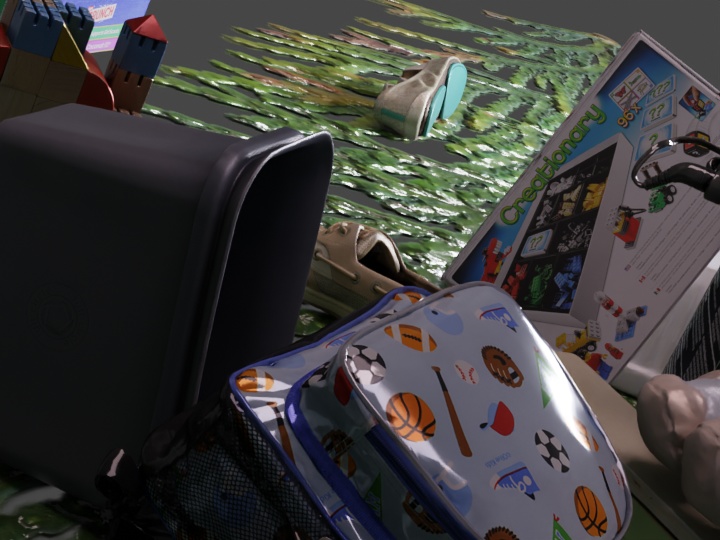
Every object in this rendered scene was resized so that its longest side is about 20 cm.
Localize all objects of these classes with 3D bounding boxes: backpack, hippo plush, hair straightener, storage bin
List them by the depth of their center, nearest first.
[{"bbox_3d":[0.026,0.108,0.770,0.200,0.154,0.191,-25,82,-50],"label":"backpack"},{"bbox_3d":[-0.107,0.014,0.869,0.134,0.200,0.146,18,17,14],"label":"storage bin"},{"bbox_3d":[0.259,0.075,0.941,0.200,0.161,0.159,37,14,5],"label":"hippo plush"},{"bbox_3d":[0.241,-0.030,1.028,0.200,0.041,0.077,16,21,-10],"label":"hair straightener"}]

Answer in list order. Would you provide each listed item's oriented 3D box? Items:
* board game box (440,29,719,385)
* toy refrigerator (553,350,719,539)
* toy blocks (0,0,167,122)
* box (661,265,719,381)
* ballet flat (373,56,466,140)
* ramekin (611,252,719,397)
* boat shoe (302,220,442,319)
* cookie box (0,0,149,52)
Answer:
[{"bbox_3d":[0.161,-0.034,1.159,0.126,0.200,0.035,39,5,-2],"label":"board game box"},{"bbox_3d":[0.134,0.124,1.025,0.070,0.076,0.200,10,23,-36],"label":"toy refrigerator"},{"bbox_3d":[-0.210,-0.113,1.159,0.200,0.137,0.100,14,21,-26],"label":"toy blocks"},{"bbox_3d":[0.260,0.072,1.128,0.123,0.199,0.200,24,19,2],"label":"box"},{"bbox_3d":[0.057,-0.174,1.778,0.062,0.068,0.200,16,17,9],"label":"ballet flat"},{"bbox_3d":[0.216,0.013,1.388,0.200,0.105,0.200,21,19,-8],"label":"ramekin"},{"bbox_3d":[0.000,0.000,1.219,0.072,0.065,0.200,5,27,-45],"label":"boat shoe"},{"bbox_3d":[-0.298,-0.254,1.540,0.200,0.075,0.171,28,18,15],"label":"cookie box"}]
